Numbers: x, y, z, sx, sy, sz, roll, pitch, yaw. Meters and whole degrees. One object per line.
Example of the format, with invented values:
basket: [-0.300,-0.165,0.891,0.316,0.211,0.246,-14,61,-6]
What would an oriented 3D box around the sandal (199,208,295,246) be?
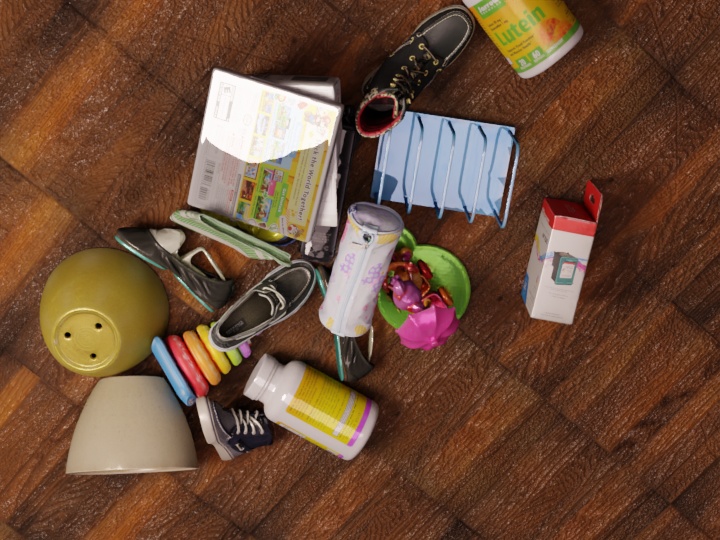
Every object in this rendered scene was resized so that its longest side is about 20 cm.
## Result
sandal: [-0.161,-0.086,1.717,0.200,0.087,0.080,33,93,34]

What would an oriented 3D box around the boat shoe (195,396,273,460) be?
boat shoe: [-0.192,0.234,1.806,0.092,0.200,0.075,-16,68,-2]

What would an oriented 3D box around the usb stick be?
usb stick: [-0.047,-0.110,1.636,0.055,0.033,0.201,9,103,-5]

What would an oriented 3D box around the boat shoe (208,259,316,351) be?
boat shoe: [-0.140,0.053,1.756,0.200,0.071,0.072,-42,93,-19]

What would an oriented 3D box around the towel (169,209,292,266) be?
towel: [-0.190,-0.049,1.685,0.152,0.200,0.023,26,86,-21]

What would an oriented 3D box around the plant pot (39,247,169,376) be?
plant pot: [-0.399,0.082,1.764,0.199,0.142,0.201,0,108,0]

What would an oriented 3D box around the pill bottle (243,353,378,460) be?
pill bottle: [-0.079,0.208,1.824,0.200,0.104,0.104,30,105,-9]

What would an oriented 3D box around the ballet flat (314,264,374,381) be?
ballet flat: [-0.019,0.076,1.809,0.068,0.068,0.201,-15,113,-6]

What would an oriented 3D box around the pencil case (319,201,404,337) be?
pencil case: [0.000,0.000,1.676,0.083,0.091,0.200,12,125,-8]

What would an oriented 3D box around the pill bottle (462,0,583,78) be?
pill bottle: [0.213,-0.380,1.642,0.111,0.111,0.200,-38,103,10]

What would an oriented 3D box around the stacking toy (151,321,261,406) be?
stacking toy: [-0.211,0.113,1.805,0.200,0.116,0.110,-31,79,-9]

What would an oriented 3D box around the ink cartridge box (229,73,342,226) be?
ink cartridge box: [-0.107,-0.166,1.603,0.162,0.057,0.201,4,117,12]

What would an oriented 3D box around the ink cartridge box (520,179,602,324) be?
ink cartridge box: [0.300,-0.034,1.746,0.067,0.116,0.201,10,106,-3]

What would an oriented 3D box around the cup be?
cup: [-0.353,0.239,1.804,0.199,0.200,0.144,-3,79,1]

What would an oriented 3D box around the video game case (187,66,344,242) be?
video game case: [-0.130,-0.155,1.576,0.181,0.023,0.201,18,114,6]

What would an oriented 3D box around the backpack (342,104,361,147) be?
backpack: [-0.113,-0.196,1.690,0.200,0.127,0.167,28,93,-8]

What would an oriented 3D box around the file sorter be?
file sorter: [0.123,-0.148,1.708,0.199,0.123,0.139,8,106,-2]

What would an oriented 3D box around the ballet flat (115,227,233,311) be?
ballet flat: [-0.275,-0.020,1.771,0.200,0.068,0.068,39,95,-21]

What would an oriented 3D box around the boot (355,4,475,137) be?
boot: [0.075,-0.274,1.629,0.203,0.154,0.073,-37,108,25]

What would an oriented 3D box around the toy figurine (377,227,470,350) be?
toy figurine: [0.083,0.037,1.732,0.150,0.184,0.200,-34,104,9]
